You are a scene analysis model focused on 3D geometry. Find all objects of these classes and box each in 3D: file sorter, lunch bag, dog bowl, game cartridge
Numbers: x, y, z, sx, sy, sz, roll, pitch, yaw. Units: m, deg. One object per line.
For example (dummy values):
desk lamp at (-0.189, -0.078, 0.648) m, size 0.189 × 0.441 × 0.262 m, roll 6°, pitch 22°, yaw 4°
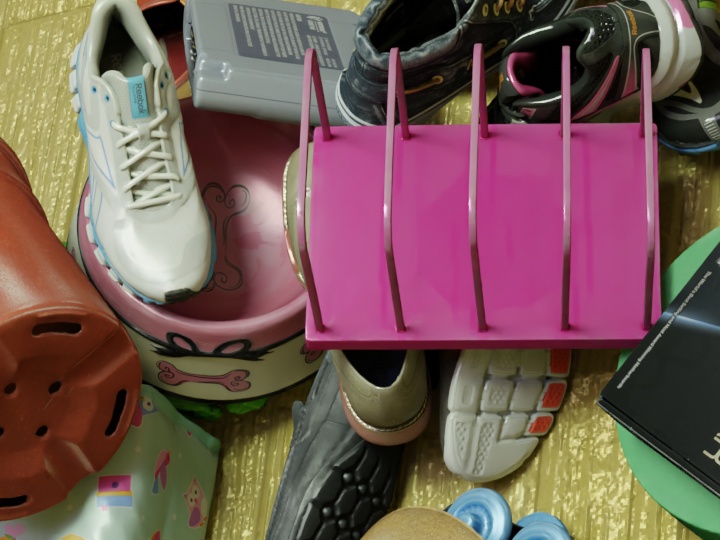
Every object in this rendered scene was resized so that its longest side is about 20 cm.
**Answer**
file sorter at (0.066, -0.045, 1.506) m, size 0.200 × 0.125 × 0.139 m, roll 0°, pitch 63°, yaw 5°
lunch bag at (-0.203, 0.169, 1.702) m, size 0.200 × 0.122 × 0.170 m, roll -5°, pitch 62°, yaw 27°
dog bowl at (-0.086, -0.022, 1.690) m, size 0.200 × 0.074 × 0.200 m, roll 1°, pitch 65°, yaw -1°
game cartridge at (-0.043, -0.132, 1.721) m, size 0.200 × 0.133 × 0.041 m, roll -105°, pitch 20°, yaw -70°

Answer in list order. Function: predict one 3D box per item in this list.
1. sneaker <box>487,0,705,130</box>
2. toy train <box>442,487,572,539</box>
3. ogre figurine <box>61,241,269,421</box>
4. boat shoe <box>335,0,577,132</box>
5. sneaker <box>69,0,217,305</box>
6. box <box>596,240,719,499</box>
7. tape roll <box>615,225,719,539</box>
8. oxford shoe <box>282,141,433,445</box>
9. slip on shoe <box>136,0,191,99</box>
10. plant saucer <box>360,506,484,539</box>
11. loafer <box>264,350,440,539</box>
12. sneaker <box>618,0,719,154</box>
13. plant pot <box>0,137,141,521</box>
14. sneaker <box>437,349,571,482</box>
sneaker at (0.110, -0.110, 1.610) m, size 0.200 × 0.086 × 0.080 m, roll -44°, pitch 55°, yaw 48°
toy train at (0.101, 0.198, 1.490) m, size 0.200 × 0.087 × 0.114 m, roll 25°, pitch 89°, yaw 44°
ogre figurine at (-0.147, 0.036, 1.754) m, size 0.200 × 0.098 × 0.120 m, roll -9°, pitch 70°, yaw 44°
boat shoe at (0.070, -0.158, 1.611) m, size 0.071 × 0.091 × 0.200 m, roll 43°, pitch 65°, yaw 13°
sneaker at (-0.135, -0.076, 1.627) m, size 0.075 × 0.087 × 0.200 m, roll -13°, pitch 68°, yaw -11°
box at (0.244, 0.038, 1.439) m, size 0.200 × 0.044 × 0.160 m, roll -51°, pitch 47°, yaw 0°
tape roll at (0.238, 0.060, 1.493) m, size 0.200 × 0.048 × 0.200 m, roll -18°, pitch 55°, yaw 27°
oxford shoe at (0.000, 0.000, 1.601) m, size 0.071 × 0.074 × 0.200 m, roll -18°, pitch 64°, yaw -5°
slip on shoe at (-0.128, -0.178, 1.886) m, size 0.074 × 0.061 × 0.200 m, roll -26°, pitch 51°, yaw 24°
plant saucer at (0.029, 0.230, 1.482) m, size 0.200 × 0.035 × 0.200 m, roll 10°, pitch 102°, yaw 54°
loafer at (-0.011, 0.103, 1.638) m, size 0.070 × 0.068 × 0.201 m, roll 5°, pitch 62°, yaw 44°
sneaker at (0.184, -0.152, 1.627) m, size 0.071 × 0.083 × 0.200 m, roll -22°, pitch 54°, yaw 13°
plant pot at (-0.239, 0.036, 1.622) m, size 0.201 × 0.201 × 0.195 m, roll -50°, pitch 47°, yaw 2°
sneaker at (0.075, 0.028, 1.617) m, size 0.082 × 0.077 × 0.200 m, roll -5°, pitch 72°, yaw 58°
